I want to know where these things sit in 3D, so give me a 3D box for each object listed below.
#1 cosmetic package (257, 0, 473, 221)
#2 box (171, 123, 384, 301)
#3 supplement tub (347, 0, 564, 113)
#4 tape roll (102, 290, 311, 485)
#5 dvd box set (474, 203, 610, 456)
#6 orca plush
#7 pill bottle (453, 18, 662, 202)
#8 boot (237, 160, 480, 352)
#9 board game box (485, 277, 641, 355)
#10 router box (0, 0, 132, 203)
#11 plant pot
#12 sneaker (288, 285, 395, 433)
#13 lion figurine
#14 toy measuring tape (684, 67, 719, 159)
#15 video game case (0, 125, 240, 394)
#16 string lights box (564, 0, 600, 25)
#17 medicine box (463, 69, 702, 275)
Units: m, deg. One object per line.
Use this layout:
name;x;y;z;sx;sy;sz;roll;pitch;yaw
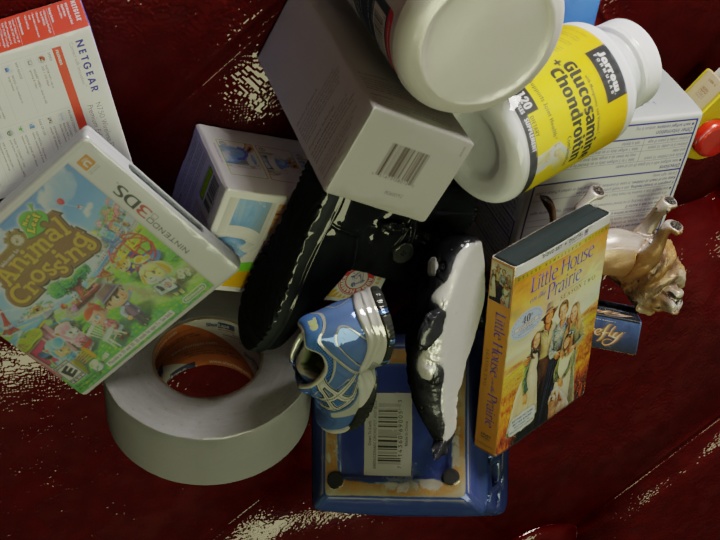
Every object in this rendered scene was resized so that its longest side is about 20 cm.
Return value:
cosmetic package;0.000;-0.142;1.022;0.107;0.201;0.085;15;121;-33
box;-0.065;-0.049;1.146;0.198;0.102;0.113;6;126;-31
supplement tub;0.059;-0.232;0.969;0.138;0.201;0.142;-14;135;-14
tape roll;-0.144;0.104;1.176;0.198;0.201;0.067;-11;134;-18
dvd box set;0.165;0.054;1.126;0.145;0.029;0.202;-26;130;-40
orca plush;0.063;0.058;1.085;0.105;0.071;0.202;-35;133;-38
pill bottle;0.165;-0.145;1.062;0.199;0.112;0.113;-30;141;-29
boot;0.000;0.000;1.093;0.166;0.077;0.202;14;114;-31
board game box;0.185;0.042;1.275;0.197;0.135;0.035;11;97;8
router box;-0.286;-0.104;1.022;0.177;0.049;0.202;-19;136;-11
plant pot;0.047;0.150;1.236;0.197;0.203;0.180;0;175;11
sneaker;-0.026;0.081;1.074;0.076;0.076;0.201;-11;147;-16
lion figurine;0.243;-0.017;1.219;0.197;0.073;0.123;11;133;-17
toy measuring tape;0.378;-0.178;1.277;0.073;0.074;0.200;25;116;-40
video game case;-0.233;-0.001;1.050;0.199;0.022;0.182;-37;122;18
string lights box;0.162;-0.265;1.094;0.101;0.059;0.202;-10;133;-19
medicine box;0.217;-0.096;1.245;0.180;0.103;0.202;-8;133;-20
